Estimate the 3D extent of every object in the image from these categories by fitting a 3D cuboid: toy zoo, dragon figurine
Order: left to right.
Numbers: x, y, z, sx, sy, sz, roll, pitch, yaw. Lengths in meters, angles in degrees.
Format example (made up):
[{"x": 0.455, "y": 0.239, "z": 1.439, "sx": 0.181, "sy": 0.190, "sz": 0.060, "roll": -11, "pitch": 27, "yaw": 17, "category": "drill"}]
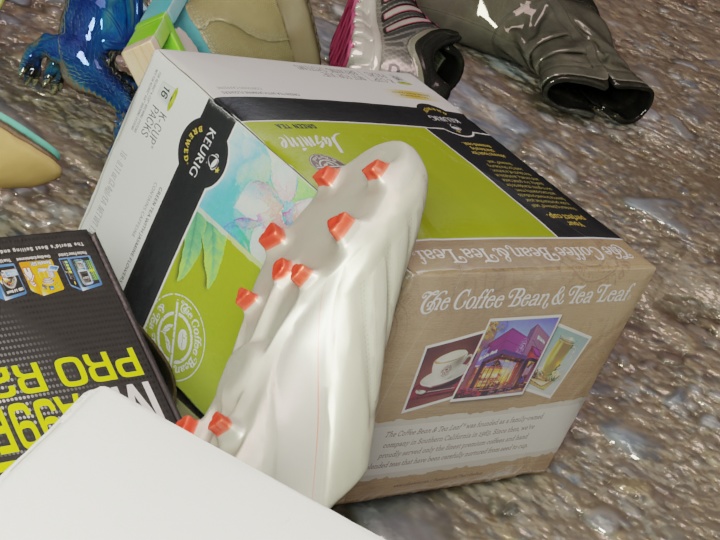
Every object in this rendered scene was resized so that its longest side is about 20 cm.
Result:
[{"x": -0.144, "y": -0.155, "z": 1.220, "sx": 0.098, "sy": 0.202, "sz": 0.059, "roll": 0, "pitch": -6, "yaw": 19, "category": "dragon figurine"}, {"x": -0.083, "y": -0.108, "z": 1.220, "sx": 0.200, "sy": 0.020, "sz": 0.132, "roll": -77, "pitch": 143, "yaw": -64, "category": "toy zoo"}]

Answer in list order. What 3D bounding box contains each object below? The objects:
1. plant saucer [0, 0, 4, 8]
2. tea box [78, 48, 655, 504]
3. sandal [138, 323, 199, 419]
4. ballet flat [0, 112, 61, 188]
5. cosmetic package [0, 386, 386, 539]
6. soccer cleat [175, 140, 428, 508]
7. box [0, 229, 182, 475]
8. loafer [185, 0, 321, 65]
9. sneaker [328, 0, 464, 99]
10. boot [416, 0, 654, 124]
[{"x": -0.289, "y": -0.183, "z": 1.169, "sx": 0.198, "sy": 0.048, "sz": 0.201, "roll": 22, "pitch": 65, "yaw": -2, "category": "plant saucer"}, {"x": 0.000, "y": 0.000, "z": 1.033, "sx": 0.199, "sy": 0.134, "sz": 0.197, "roll": -1, "pitch": 33, "yaw": -49, "category": "tea box"}, {"x": -0.116, "y": 0.046, "z": 0.951, "sx": 0.200, "sy": 0.058, "sz": 0.080, "roll": 32, "pitch": 27, "yaw": 17, "category": "sandal"}, {"x": -0.244, "y": -0.078, "z": 1.038, "sx": 0.199, "sy": 0.063, "sz": 0.068, "roll": 31, "pitch": -15, "yaw": -23, "category": "ballet flat"}, {"x": -0.045, "y": 0.180, "z": 0.591, "sx": 0.198, "sy": 0.201, "sz": 0.123, "roll": 27, "pitch": 28, "yaw": 9, "category": "cosmetic package"}, {"x": -0.018, "y": 0.039, "z": 0.865, "sx": 0.077, "sy": 0.201, "sz": 0.069, "roll": 39, "pitch": -25, "yaw": -29, "category": "soccer cleat"}, {"x": -0.159, "y": 0.068, "z": 0.823, "sx": 0.199, "sy": 0.044, "sz": 0.161, "roll": -6, "pitch": 62, "yaw": -46, "category": "box"}, {"x": -0.051, "y": -0.093, "z": 1.156, "sx": 0.067, "sy": 0.201, "sz": 0.076, "roll": -15, "pitch": 40, "yaw": -3, "category": "loafer"}, {"x": 0.028, "y": -0.154, "z": 1.440, "sx": 0.087, "sy": 0.074, "sz": 0.201, "roll": 19, "pitch": 31, "yaw": -8, "category": "sneaker"}, {"x": 0.124, "y": -0.173, "z": 1.570, "sx": 0.198, "sy": 0.068, "sz": 0.131, "roll": 7, "pitch": 36, "yaw": -28, "category": "boot"}]
